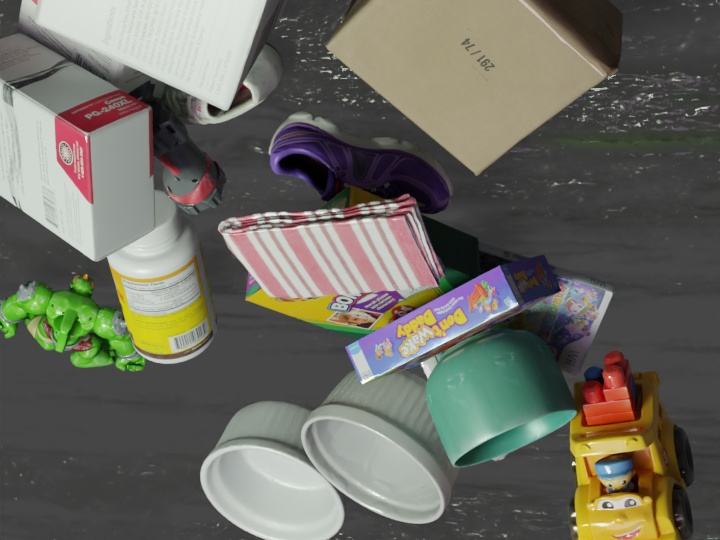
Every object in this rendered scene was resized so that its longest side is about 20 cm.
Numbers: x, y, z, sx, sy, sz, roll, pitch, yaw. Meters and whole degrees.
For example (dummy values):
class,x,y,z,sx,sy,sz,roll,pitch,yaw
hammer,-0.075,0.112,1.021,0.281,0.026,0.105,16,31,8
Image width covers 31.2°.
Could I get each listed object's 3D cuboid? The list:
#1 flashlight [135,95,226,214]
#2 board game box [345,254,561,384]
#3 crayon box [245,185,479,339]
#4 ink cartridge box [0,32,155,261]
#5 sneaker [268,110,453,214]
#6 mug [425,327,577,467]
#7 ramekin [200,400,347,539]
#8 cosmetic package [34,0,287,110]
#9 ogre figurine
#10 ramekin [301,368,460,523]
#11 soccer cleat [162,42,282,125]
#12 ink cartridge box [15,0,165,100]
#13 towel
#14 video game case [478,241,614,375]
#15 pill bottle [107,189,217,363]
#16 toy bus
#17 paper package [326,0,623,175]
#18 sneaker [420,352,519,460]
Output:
class,x,y,z,sx,sy,sz,roll,pitch,yaw
flashlight,-0.200,-0.120,1.347,0.068,0.068,0.200,44,178,21
board game box,0.099,0.052,1.369,0.199,0.134,0.045,-29,81,27
crayon box,0.000,0.000,1.392,0.172,0.059,0.200,20,146,-30
ink cartridge box,-0.296,-0.124,1.258,0.199,0.083,0.146,31,135,29
sneaker,-0.003,-0.094,1.349,0.198,0.084,0.081,17,136,5
mug,0.149,0.137,1.430,0.151,0.115,0.185,-23,163,-1
ramekin,-0.104,0.265,1.717,0.199,0.098,0.202,11,134,12
cosmetic package,-0.164,-0.288,1.170,0.199,0.165,0.165,24,135,-4
ogre figurine,-0.365,0.069,1.636,0.199,0.098,0.120,36,147,2
ramekin,0.037,0.205,1.574,0.199,0.105,0.201,23,146,17
soccer cleat,-0.171,-0.182,1.328,0.199,0.087,0.070,-15,125,32
ink cartridge box,-0.275,-0.211,1.311,0.145,0.084,0.201,43,138,15
towel,-0.025,-0.020,1.279,0.198,0.030,0.147,-4,150,15
video game case,0.170,0.038,1.453,0.198,0.018,0.144,18,135,5
pill bottle,-0.235,0.006,1.514,0.108,0.110,0.201,7,133,15
toy bus,0.289,0.198,1.434,0.135,0.201,0.193,-9,122,19
paper package,0.104,-0.217,1.178,0.200,0.104,0.190,38,133,-17
sneaker,0.142,0.134,1.529,0.082,0.074,0.200,-32,117,15
